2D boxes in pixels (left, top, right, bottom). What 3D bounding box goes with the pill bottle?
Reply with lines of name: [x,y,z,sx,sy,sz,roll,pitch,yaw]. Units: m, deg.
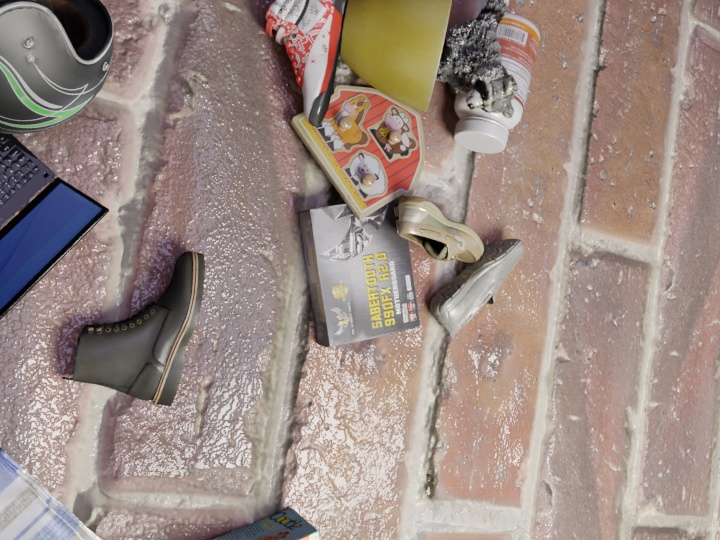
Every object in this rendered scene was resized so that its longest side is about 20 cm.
pill bottle: [0.215,-0.299,1.098,0.111,0.112,0.202,19,81,-25]

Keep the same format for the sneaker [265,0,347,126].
sneaker: [-0.085,-0.310,0.962,0.107,0.067,0.204,11,87,0]

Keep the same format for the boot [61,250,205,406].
boot: [-0.282,0.061,0.860,0.137,0.077,0.202,15,81,-21]

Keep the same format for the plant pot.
plant pot: [0.048,-0.344,0.987,0.140,0.200,0.202,11,84,0]

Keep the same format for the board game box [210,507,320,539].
board game box: [-0.154,0.412,0.898,0.198,0.105,0.104,-13,95,-26]

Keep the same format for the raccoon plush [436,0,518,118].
raccoon plush: [0.203,-0.322,0.998,0.201,0.133,0.097,-59,157,1]

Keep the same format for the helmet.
helmet: [-0.380,-0.248,0.748,0.198,0.191,0.202,-4,76,15]

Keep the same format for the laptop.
laptop: [-0.427,-0.073,0.768,0.200,0.103,0.178,46,69,-19]

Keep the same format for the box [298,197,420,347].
box: [0.000,0.000,1.017,0.157,0.048,0.202,-9,93,-28]

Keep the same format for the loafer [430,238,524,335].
loafer: [0.197,0.023,1.111,0.200,0.070,0.070,-40,113,-16]

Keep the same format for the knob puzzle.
knob puzzle: [0.023,-0.197,1.017,0.218,0.030,0.222,8,71,-22]

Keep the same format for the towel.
towel: [-0.416,0.328,0.811,0.147,0.024,0.200,-45,106,-18]

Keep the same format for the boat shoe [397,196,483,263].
boat shoe: [0.122,-0.045,1.046,0.199,0.072,0.066,30,64,-46]
